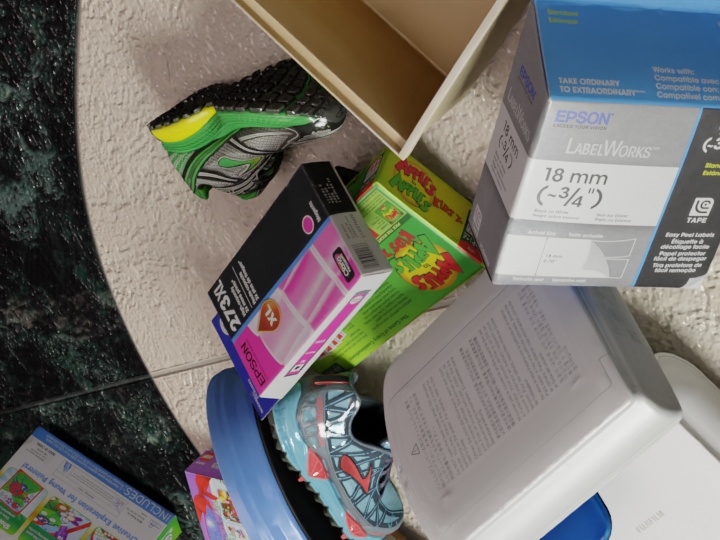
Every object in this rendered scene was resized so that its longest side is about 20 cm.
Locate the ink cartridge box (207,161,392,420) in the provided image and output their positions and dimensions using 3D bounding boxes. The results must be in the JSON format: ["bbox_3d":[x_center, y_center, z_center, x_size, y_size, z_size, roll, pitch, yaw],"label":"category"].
[{"bbox_3d":[-0.057,0.021,0.908,0.200,0.037,0.095,-51,60,42],"label":"ink cartridge box"}]

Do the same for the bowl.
[{"bbox_3d":[-0.062,0.169,1.034,0.039,0.201,0.203,-25,103,9],"label":"bowl"}]

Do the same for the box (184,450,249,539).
[{"bbox_3d":[-0.087,0.278,1.216,0.135,0.039,0.203,7,121,34],"label":"box"}]

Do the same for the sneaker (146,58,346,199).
[{"bbox_3d":[-0.076,-0.104,0.952,0.199,0.078,0.086,-6,121,50],"label":"sneaker"}]

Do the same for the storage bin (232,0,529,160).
[{"bbox_3d":[0.021,-0.218,0.780,0.198,0.094,0.201,42,135,8],"label":"storage bin"}]

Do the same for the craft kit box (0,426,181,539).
[{"bbox_3d":[-0.322,0.290,1.296,0.198,0.198,0.049,28,148,22],"label":"craft kit box"}]

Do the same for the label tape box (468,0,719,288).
[{"bbox_3d":[0.156,-0.085,0.726,0.142,0.064,0.202,1,130,-13],"label":"label tape box"}]

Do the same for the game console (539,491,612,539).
[{"bbox_3d":[0.116,0.181,0.934,0.171,0.117,0.201,57,-176,-46],"label":"game console"}]

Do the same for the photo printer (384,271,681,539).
[{"bbox_3d":[0.100,0.090,0.839,0.200,0.069,0.168,-47,45,26],"label":"photo printer"}]

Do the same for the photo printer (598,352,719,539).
[{"bbox_3d":[0.223,0.162,0.878,0.200,0.069,0.167,45,135,6],"label":"photo printer"}]

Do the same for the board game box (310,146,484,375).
[{"bbox_3d":[0.000,0.000,0.940,0.101,0.048,0.200,35,135,-15],"label":"board game box"}]

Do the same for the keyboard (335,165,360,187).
[{"bbox_3d":[-0.032,-0.017,1.000,0.103,0.040,0.201,27,135,-6],"label":"keyboard"}]

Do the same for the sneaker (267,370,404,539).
[{"bbox_3d":[0.004,0.154,1.020,0.094,0.080,0.201,-23,135,13],"label":"sneaker"}]

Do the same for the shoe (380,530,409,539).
[{"bbox_3d":[0.051,0.279,1.098,0.199,0.053,0.071,32,132,18],"label":"shoe"}]
